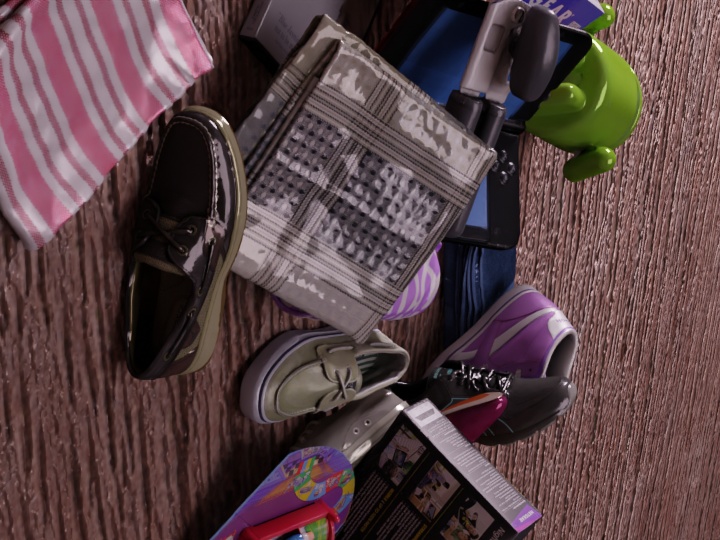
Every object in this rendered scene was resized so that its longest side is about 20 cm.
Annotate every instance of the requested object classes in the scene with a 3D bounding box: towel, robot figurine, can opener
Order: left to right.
[{"bbox_3d":[-0.174,-0.129,0.923,0.201,0.030,0.147,-54,145,-31],"label":"towel"},{"bbox_3d":[-0.014,-0.062,1.086,0.199,0.035,0.193,33,98,-29],"label":"towel"},{"bbox_3d":[0.129,0.020,1.511,0.112,0.048,0.202,-40,137,-46],"label":"towel"},{"bbox_3d":[0.099,-0.116,1.141,0.053,0.067,0.202,8,108,-37],"label":"can opener"},{"bbox_3d":[0.222,-0.184,1.501,0.200,0.115,0.178,13,74,-61],"label":"robot figurine"}]

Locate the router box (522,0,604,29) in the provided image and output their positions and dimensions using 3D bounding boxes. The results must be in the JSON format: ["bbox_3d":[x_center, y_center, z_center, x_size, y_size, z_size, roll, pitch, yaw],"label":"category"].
[{"bbox_3d":[0.113,-0.297,1.208,0.199,0.049,0.181,12,49,-61],"label":"router box"}]

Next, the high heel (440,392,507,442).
[{"bbox_3d":[0.080,0.184,1.347,0.067,0.200,0.097,-20,79,-45],"label":"high heel"}]

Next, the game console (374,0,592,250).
[{"bbox_3d":[0.091,-0.117,1.192,0.199,0.118,0.174,7,78,-38],"label":"game console"}]

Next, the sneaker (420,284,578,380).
[{"bbox_3d":[0.134,0.116,1.445,0.201,0.114,0.072,-51,133,6],"label":"sneaker"}]

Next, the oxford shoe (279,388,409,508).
[{"bbox_3d":[-0.038,0.168,1.292,0.199,0.058,0.075,-37,164,-29],"label":"oxford shoe"}]

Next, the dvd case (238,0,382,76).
[{"bbox_3d":[-0.021,-0.236,1.149,0.143,0.017,0.202,42,67,-58],"label":"dvd case"}]

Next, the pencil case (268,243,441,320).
[{"bbox_3d":[0.000,0.000,1.235,0.086,0.084,0.199,-45,161,22],"label":"pencil case"}]

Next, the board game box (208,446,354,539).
[{"bbox_3d":[-0.067,0.244,1.225,0.200,0.039,0.158,-46,147,-9],"label":"board game box"}]

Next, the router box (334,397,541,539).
[{"bbox_3d":[0.048,0.239,1.302,0.051,0.149,0.201,-17,147,-55],"label":"router box"}]

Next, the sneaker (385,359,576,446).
[{"bbox_3d":[0.108,0.127,1.386,0.080,0.198,0.075,68,24,-12],"label":"sneaker"}]

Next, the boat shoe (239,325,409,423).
[{"bbox_3d":[-0.027,0.086,1.255,0.199,0.062,0.073,-23,124,-54],"label":"boat shoe"}]

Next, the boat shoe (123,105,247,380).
[{"bbox_3d":[-0.128,-0.014,1.018,0.065,0.073,0.202,-27,127,-59],"label":"boat shoe"}]
